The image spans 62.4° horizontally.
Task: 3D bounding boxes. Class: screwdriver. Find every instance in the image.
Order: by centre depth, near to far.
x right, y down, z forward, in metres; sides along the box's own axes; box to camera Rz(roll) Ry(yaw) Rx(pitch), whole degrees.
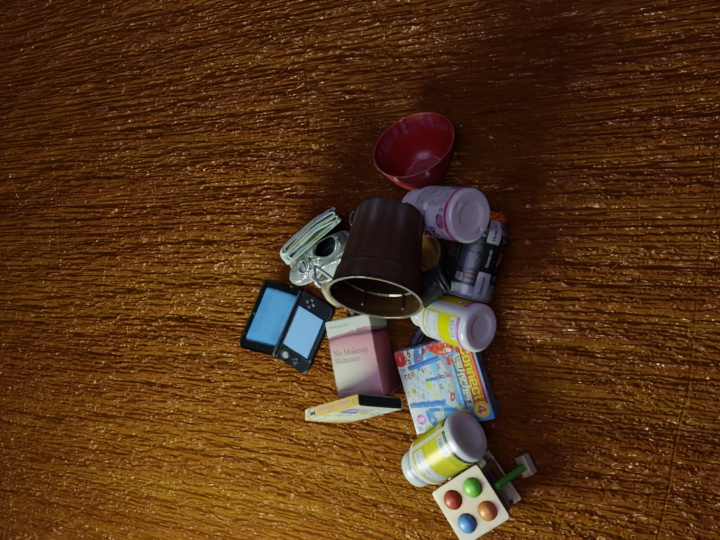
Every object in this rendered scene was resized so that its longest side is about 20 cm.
[{"bbox_3d":[0.179,0.104,1.440,0.029,0.028,0.201,32,103,-8],"label":"screwdriver"}]

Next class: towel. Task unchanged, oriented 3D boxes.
[{"bbox_3d":[-0.129,-0.085,1.482,0.171,0.200,0.048,-39,93,-6],"label":"towel"}]

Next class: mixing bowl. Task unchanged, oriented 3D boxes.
[{"bbox_3d":[0.140,-0.264,1.413,0.198,0.109,0.202,-14,52,18],"label":"mixing bowl"}]

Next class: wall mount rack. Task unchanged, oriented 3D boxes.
[{"bbox_3d":[-0.017,0.023,1.401,0.198,0.174,0.075,-23,54,23],"label":"wall mount rack"}]

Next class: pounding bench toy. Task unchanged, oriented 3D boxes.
[{"bbox_3d":[0.284,0.477,1.302,0.199,0.156,0.125,-40,72,18],"label":"pounding bench toy"}]

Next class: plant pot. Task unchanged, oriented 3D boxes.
[{"bbox_3d":[0.047,-0.030,1.235,0.198,0.200,0.201,1,64,25],"label":"plant pot"}]

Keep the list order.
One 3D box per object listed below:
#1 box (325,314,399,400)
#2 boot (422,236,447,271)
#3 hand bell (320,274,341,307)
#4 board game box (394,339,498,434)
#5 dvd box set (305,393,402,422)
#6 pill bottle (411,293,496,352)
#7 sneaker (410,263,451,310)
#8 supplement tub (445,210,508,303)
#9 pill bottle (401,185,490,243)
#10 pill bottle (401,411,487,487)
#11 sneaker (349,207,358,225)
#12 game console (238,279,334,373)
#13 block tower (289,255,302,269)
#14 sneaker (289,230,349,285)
[{"bbox_3d":[0.005,0.211,1.468,0.126,0.109,0.203,-14,84,24],"label":"box"},{"bbox_3d":[0.135,-0.059,1.447,0.153,0.074,0.203,7,80,25],"label":"boot"},{"bbox_3d":[0.000,0.000,1.457,0.199,0.103,0.105,-38,72,37],"label":"hand bell"},{"bbox_3d":[0.200,0.263,1.395,0.194,0.056,0.203,-19,86,23],"label":"board game box"},{"bbox_3d":[-0.018,0.333,1.426,0.199,0.145,0.030,-27,59,42],"label":"dvd box set"},{"bbox_3d":[0.199,0.109,1.324,0.199,0.103,0.106,14,94,56],"label":"pill bottle"},{"bbox_3d":[0.150,0.021,1.348,0.098,0.200,0.071,-31,109,3],"label":"sneaker"},{"bbox_3d":[0.264,-0.037,1.355,0.121,0.122,0.203,16,95,25],"label":"supplement tub"},{"bbox_3d":[0.179,-0.127,1.302,0.199,0.112,0.115,17,96,60],"label":"pill bottle"},{"bbox_3d":[0.182,0.410,1.339,0.113,0.112,0.200,56,130,17],"label":"pill bottle"},{"bbox_3d":[0.033,-0.069,1.499,0.066,0.091,0.202,-29,100,1],"label":"sneaker"},{"bbox_3d":[-0.194,0.150,1.565,0.175,0.116,0.202,28,100,24],"label":"game console"},{"bbox_3d":[-0.088,-0.035,1.558,0.198,0.058,0.055,-24,78,24],"label":"block tower"},{"bbox_3d":[-0.113,-0.038,1.493,0.200,0.082,0.075,-40,72,19],"label":"sneaker"}]
